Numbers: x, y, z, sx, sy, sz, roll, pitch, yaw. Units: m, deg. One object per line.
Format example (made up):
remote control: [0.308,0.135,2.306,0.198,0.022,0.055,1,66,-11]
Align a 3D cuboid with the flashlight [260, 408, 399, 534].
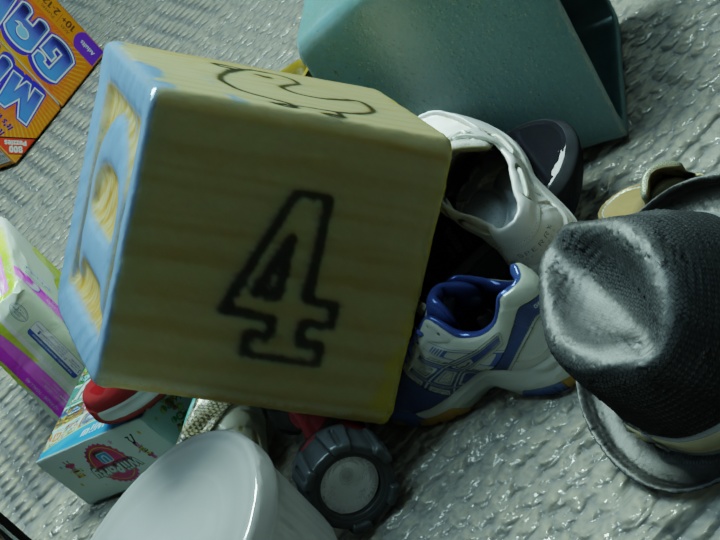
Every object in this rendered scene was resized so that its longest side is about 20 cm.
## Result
flashlight: [-0.030,0.110,1.449,0.068,0.068,0.200,-51,23,3]

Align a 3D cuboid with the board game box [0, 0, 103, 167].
board game box: [-0.485,-0.254,2.661,0.199,0.200,0.200,-12,38,51]

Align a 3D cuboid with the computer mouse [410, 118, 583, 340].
computer mouse: [0.084,-0.026,1.511,0.200,0.053,0.139,-39,39,15]

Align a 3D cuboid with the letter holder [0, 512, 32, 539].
letter holder: [-0.300,0.254,1.598,0.142,0.101,0.200,-48,23,-8]

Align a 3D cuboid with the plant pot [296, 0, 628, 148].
plant pot: [0.066,-0.182,1.595,0.199,0.196,0.197,-23,28,18]

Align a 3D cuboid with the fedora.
fedora: [0.159,0.022,1.182,0.200,0.091,0.201,-34,45,42]

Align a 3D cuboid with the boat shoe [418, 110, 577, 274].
boat shoe: [0.076,-0.066,1.451,0.071,0.069,0.200,-50,38,3]

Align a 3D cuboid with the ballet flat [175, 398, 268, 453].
ballet flat: [-0.110,0.148,1.533,0.075,0.068,0.200,19,67,40]

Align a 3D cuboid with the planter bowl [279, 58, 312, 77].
planter bowl: [-0.085,-0.065,1.642,0.200,0.084,0.200,-40,13,11]

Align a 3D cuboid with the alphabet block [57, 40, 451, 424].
alphabet block: [-0.076,-0.027,1.417,0.195,0.199,0.197,-133,54,-67]

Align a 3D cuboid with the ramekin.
ramekin: [-0.096,0.207,1.316,0.202,0.094,0.203,-38,30,27]

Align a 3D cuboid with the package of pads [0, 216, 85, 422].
package of pads: [-0.279,0.047,1.853,0.068,0.155,0.200,-41,22,3]

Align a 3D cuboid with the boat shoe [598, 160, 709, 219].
boat shoe: [0.199,-0.038,1.319,0.072,0.076,0.200,-49,23,-14]

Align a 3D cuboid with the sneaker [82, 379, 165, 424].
sneaker: [-0.156,0.016,1.565,0.200,0.115,0.078,-43,24,14]

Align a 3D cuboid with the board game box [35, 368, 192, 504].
board game box: [-0.155,0.075,1.698,0.147,0.064,0.200,-24,33,44]

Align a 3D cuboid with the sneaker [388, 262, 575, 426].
sneaker: [0.064,0.040,1.390,0.200,0.088,0.075,-21,33,45]
